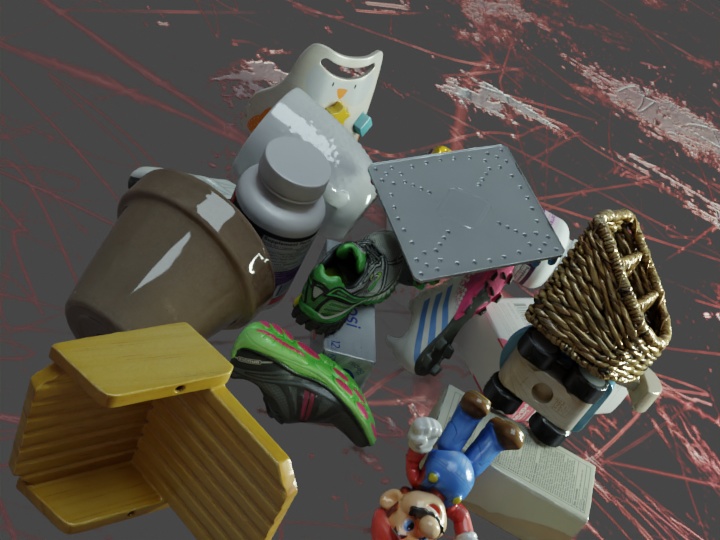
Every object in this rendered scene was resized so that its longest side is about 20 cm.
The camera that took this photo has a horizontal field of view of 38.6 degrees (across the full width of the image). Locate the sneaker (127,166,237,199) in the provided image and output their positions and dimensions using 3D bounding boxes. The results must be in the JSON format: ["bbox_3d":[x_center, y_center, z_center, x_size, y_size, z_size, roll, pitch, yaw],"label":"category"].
[{"bbox_3d":[-0.204,-0.089,1.318,0.198,0.076,0.082,19,30,-26],"label":"sneaker"}]

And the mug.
[{"bbox_3d":[-0.065,-0.130,1.363,0.175,0.148,0.200,40,8,0],"label":"mug"}]

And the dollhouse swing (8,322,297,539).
[{"bbox_3d":[-0.186,0.184,0.908,0.180,0.201,0.177,-8,51,-38],"label":"dollhouse swing"}]

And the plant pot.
[{"bbox_3d":[-0.217,0.022,1.107,0.199,0.201,0.175,34,56,8],"label":"plant pot"}]

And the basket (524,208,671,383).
[{"bbox_3d":[0.301,0.029,1.174,0.142,0.150,0.199,39,17,18],"label":"basket"}]

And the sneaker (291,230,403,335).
[{"bbox_3d":[0.000,0.000,1.222,0.078,0.086,0.200,35,37,11],"label":"sneaker"}]

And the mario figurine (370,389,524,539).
[{"bbox_3d":[0.090,0.227,1.057,0.123,0.106,0.201,32,76,25],"label":"mario figurine"}]

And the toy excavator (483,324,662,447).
[{"bbox_3d":[0.264,0.125,1.227,0.193,0.101,0.200,36,31,7],"label":"toy excavator"}]

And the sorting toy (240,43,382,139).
[{"bbox_3d":[-0.047,-0.251,1.503,0.197,0.181,0.108,-2,46,-33],"label":"sorting toy"}]

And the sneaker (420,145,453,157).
[{"bbox_3d":[0.115,-0.083,1.367,0.077,0.082,0.202,10,47,-40],"label":"sneaker"}]

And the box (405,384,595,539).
[{"bbox_3d":[0.161,0.228,1.175,0.198,0.078,0.095,30,37,1],"label":"box"}]

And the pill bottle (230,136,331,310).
[{"bbox_3d":[-0.107,-0.056,1.225,0.110,0.201,0.112,17,41,-15],"label":"pill bottle"}]

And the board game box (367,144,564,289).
[{"bbox_3d":[0.128,-0.070,1.291,0.197,0.026,0.202,-10,51,-15],"label":"board game box"}]

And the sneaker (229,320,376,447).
[{"bbox_3d":[-0.064,0.136,1.150,0.199,0.084,0.077,38,14,-14],"label":"sneaker"}]

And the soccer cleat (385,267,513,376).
[{"bbox_3d":[0.110,0.038,1.292,0.086,0.201,0.070,37,-8,31],"label":"soccer cleat"}]

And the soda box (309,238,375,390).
[{"bbox_3d":[-0.022,0.054,1.268,0.067,0.064,0.202,15,39,-14],"label":"soda box"}]

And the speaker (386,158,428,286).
[{"bbox_3d":[0.076,-0.071,1.458,0.080,0.082,0.202,19,39,-12],"label":"speaker"}]

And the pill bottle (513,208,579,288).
[{"bbox_3d":[0.233,-0.045,1.501,0.198,0.113,0.113,29,37,1],"label":"pill bottle"}]

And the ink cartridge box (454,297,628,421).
[{"bbox_3d":[0.244,0.115,1.351,0.197,0.083,0.148,1,45,-30],"label":"ink cartridge box"}]
